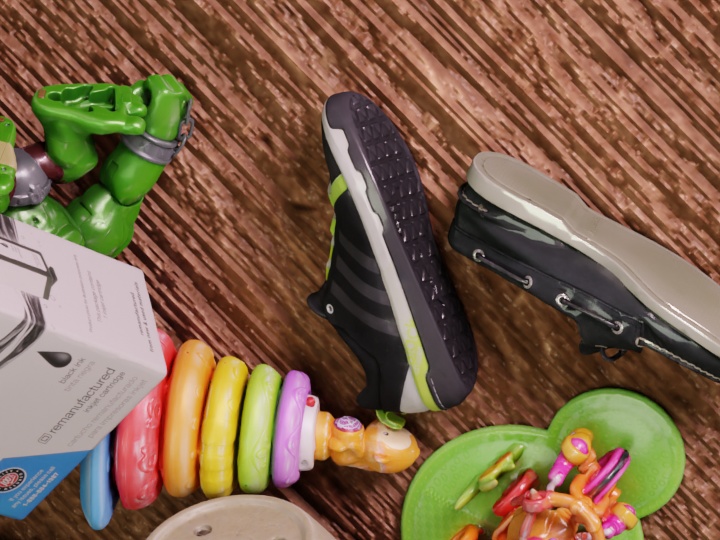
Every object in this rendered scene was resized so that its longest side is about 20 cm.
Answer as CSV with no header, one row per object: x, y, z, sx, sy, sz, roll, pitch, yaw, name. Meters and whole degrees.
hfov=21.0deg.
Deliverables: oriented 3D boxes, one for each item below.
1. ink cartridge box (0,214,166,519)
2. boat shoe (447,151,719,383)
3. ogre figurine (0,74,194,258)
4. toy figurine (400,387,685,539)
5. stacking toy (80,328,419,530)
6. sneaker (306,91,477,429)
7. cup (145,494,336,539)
-0.229,0.041,1.040,0.200,0.085,0.146,23,125,-39,ink cartridge box
0.133,0.014,1.072,0.199,0.075,0.066,32,116,5,boat shoe
-0.187,-0.039,1.114,0.098,0.200,0.120,28,134,19,ogre figurine
0.088,0.173,1.079,0.150,0.184,0.200,45,114,-1,toy figurine
-0.064,0.095,1.156,0.199,0.116,0.110,6,109,3,stacking toy
0.000,0.000,1.110,0.083,0.072,0.201,-14,103,22,sneaker
-0.065,0.215,1.111,0.199,0.200,0.144,-1,119,18,cup
